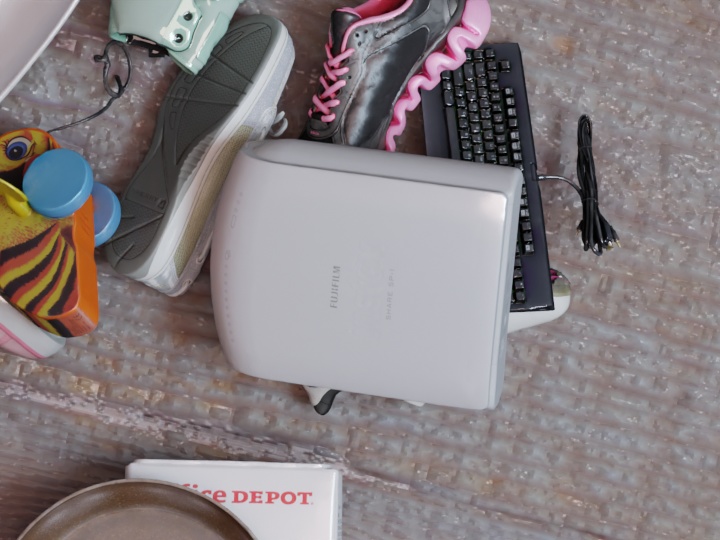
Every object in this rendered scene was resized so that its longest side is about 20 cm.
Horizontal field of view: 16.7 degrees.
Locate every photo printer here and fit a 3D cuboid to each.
[{"bbox_3d":[0.000,0.000,1.611,0.200,0.069,0.167,9,110,10],"label":"photo printer"}]

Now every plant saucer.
[{"bbox_3d":[-0.144,0.237,1.605,0.200,0.032,0.201,-1,83,5],"label":"plant saucer"}]

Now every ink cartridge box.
[{"bbox_3d":[-0.086,0.230,1.660,0.145,0.084,0.200,1,84,3],"label":"ink cartridge box"}]

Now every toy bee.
[{"bbox_3d":[-0.216,-0.047,1.646,0.109,0.200,0.131,-4,134,18],"label":"toy bee"}]

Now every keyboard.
[{"bbox_3d":[0.110,-0.066,1.685,0.127,0.021,0.200,-3,69,-8],"label":"keyboard"}]

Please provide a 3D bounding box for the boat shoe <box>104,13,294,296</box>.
[{"bbox_3d":[-0.101,-0.079,1.674,0.065,0.074,0.202,29,86,-47],"label":"boat shoe"}]

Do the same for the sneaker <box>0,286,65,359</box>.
[{"bbox_3d":[-0.299,0.011,1.647,0.200,0.075,0.105,41,106,-20],"label":"sneaker"}]

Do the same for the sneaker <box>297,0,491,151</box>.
[{"bbox_3d":[-0.002,-0.133,1.664,0.095,0.079,0.200,43,79,-37],"label":"sneaker"}]

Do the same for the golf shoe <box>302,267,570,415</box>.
[{"bbox_3d":[0.050,0.044,1.706,0.200,0.073,0.092,-10,101,1],"label":"golf shoe"}]

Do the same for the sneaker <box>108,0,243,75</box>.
[{"bbox_3d":[-0.073,-0.183,1.642,0.200,0.074,0.118,6,83,11],"label":"sneaker"}]

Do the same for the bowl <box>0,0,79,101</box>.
[{"bbox_3d":[-0.303,-0.192,1.623,0.200,0.075,0.200,40,88,-11],"label":"bowl"}]
